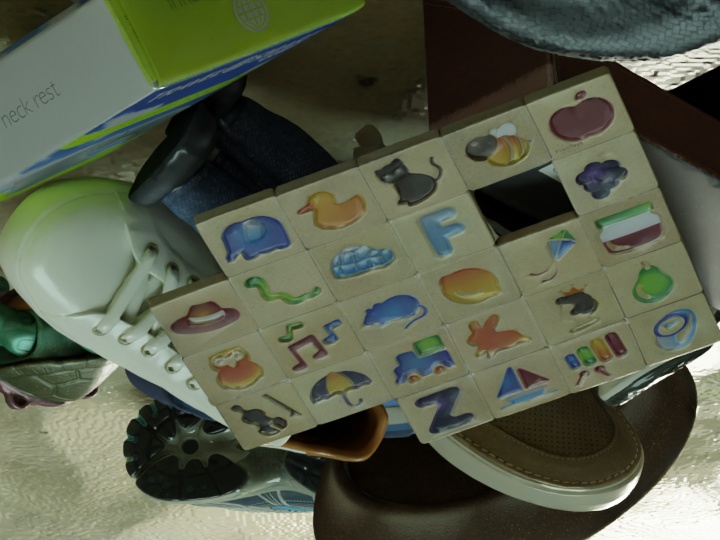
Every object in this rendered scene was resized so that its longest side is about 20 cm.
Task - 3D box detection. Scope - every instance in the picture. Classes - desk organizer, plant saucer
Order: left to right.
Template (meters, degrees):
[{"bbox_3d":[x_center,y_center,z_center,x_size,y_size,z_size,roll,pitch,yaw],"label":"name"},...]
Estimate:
[{"bbox_3d":[0.064,0.079,1.321,0.200,0.200,0.032,-12,118,26],"label":"plant saucer"},{"bbox_3d":[0.116,-0.055,1.107,0.072,0.077,0.200,-26,144,38],"label":"desk organizer"}]

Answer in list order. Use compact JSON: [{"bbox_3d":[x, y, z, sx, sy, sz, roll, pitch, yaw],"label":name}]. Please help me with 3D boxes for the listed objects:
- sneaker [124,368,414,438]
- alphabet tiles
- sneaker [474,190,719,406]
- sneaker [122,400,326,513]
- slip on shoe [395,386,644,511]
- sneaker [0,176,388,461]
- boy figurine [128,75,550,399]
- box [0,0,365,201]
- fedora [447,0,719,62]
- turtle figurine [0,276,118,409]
[{"bbox_3d":[-0.027,0.032,1.329,0.200,0.082,0.074,2,-167,30],"label":"sneaker"},{"bbox_3d":[0.027,0.010,1.070,0.200,0.008,0.167,-19,137,10],"label":"alphabet tiles"},{"bbox_3d":[0.110,-0.013,1.228,0.076,0.115,0.201,-32,-178,8],"label":"sneaker"},{"bbox_3d":[-0.023,0.098,1.489,0.200,0.078,0.086,3,169,11],"label":"sneaker"},{"bbox_3d":[0.046,0.028,1.216,0.076,0.200,0.061,-34,157,-38],"label":"slip on shoe"},{"bbox_3d":[-0.060,0.023,1.148,0.200,0.073,0.085,30,-178,-39],"label":"sneaker"},{"bbox_3d":[0.000,0.000,1.133,0.200,0.124,0.064,37,143,-10],"label":"boy figurine"},{"bbox_3d":[-0.092,-0.077,1.031,0.200,0.048,0.122,-25,-178,44],"label":"box"},{"bbox_3d":[0.075,-0.129,0.891,0.201,0.092,0.201,7,155,3],"label":"fedora"},{"bbox_3d":[-0.148,0.014,1.231,0.150,0.101,0.200,6,166,-38],"label":"turtle figurine"}]
